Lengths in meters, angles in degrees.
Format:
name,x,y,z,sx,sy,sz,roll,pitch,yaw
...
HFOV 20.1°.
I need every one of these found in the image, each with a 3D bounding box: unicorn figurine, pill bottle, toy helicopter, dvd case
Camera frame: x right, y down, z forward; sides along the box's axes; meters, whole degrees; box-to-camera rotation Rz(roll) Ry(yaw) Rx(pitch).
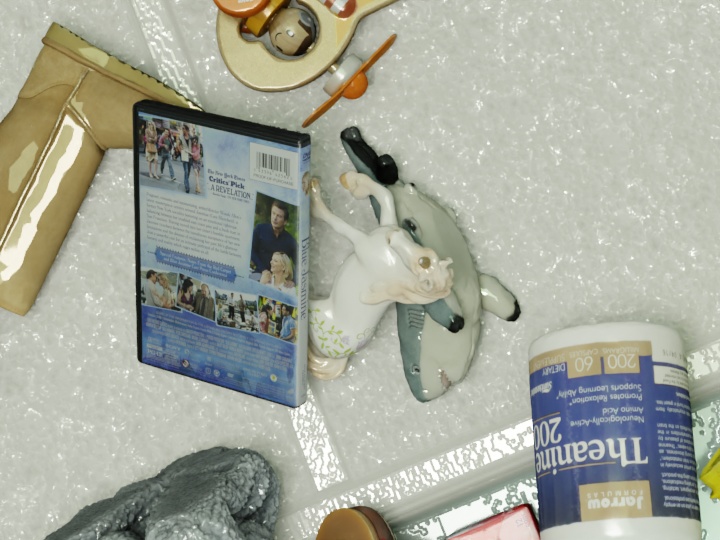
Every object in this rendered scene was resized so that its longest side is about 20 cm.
name,x,y,z,sx,sy,sz,roll,pitch,yaw
unicorn figurine,0.000,0.000,1.418,0.073,0.201,0.138,-20,59,-35
pill bottle,0.175,0.143,1.387,0.110,0.111,0.202,-5,75,6
toy helicopter,-0.006,-0.187,1.466,0.199,0.079,0.133,-22,84,1
dvd case,-0.099,-0.012,1.428,0.142,0.018,0.202,14,116,28

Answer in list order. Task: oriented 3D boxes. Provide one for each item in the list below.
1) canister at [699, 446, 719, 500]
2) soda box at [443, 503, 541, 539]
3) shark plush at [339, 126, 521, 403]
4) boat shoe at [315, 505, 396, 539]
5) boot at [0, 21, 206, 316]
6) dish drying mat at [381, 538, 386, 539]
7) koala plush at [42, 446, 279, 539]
name,x,y,z,sx,sy,sz,roll,pitch,yaw
canister,0.349,0.153,1.375,0.200,0.087,0.149,41,58,6
soda box,0.125,0.268,1.424,0.070,0.063,0.201,-23,84,5
shark plush,0.027,-0.009,1.456,0.083,0.091,0.201,-33,87,34
boat shoe,0.015,0.265,1.437,0.070,0.070,0.202,-8,88,40
boot,-0.207,-0.057,1.489,0.174,0.066,0.201,29,90,17
dish drying mat,0.082,0.265,1.381,0.199,0.018,0.077,31,88,4
koala plush,-0.104,0.242,1.415,0.176,0.184,0.201,-18,100,27
